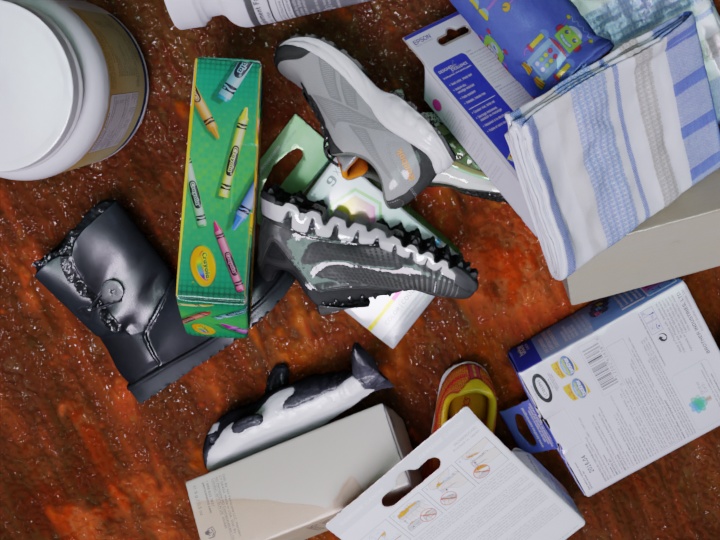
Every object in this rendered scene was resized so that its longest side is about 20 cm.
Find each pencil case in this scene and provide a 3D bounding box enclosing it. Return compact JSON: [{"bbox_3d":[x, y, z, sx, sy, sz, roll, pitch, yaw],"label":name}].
[{"bbox_3d":[0.119,-0.223,0.840,0.078,0.087,0.201,-39,80,-6],"label":"pencil case"}]

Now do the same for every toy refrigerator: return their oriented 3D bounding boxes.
[{"bbox_3d":[0.267,-0.039,0.884,0.196,0.077,0.071,-16,128,5],"label":"toy refrigerator"}]

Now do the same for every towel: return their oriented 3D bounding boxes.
[{"bbox_3d":[0.208,-0.099,0.806,0.198,0.024,0.149,-32,117,-18],"label":"towel"},{"bbox_3d":[0.242,-0.201,0.882,0.145,0.024,0.203,-26,99,7],"label":"towel"}]

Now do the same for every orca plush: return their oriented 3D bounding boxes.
[{"bbox_3d":[-0.070,0.112,0.935,0.199,0.104,0.072,-38,57,31],"label":"orca plush"}]

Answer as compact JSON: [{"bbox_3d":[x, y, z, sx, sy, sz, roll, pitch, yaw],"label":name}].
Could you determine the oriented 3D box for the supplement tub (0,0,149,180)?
[{"bbox_3d":[-0.262,-0.152,0.828,0.141,0.200,0.148,0,101,2],"label":"supplement tub"}]

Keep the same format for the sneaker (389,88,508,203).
[{"bbox_3d":[0.100,-0.112,0.891,0.196,0.077,0.090,11,91,-3],"label":"sneaker"}]

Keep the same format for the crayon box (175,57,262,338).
[{"bbox_3d":[-0.114,-0.057,0.841,0.057,0.119,0.204,3,74,-5],"label":"crayon box"}]

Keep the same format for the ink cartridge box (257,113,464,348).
[{"bbox_3d":[-0.015,-0.036,0.911,0.199,0.059,0.104,39,100,-5],"label":"ink cartridge box"}]

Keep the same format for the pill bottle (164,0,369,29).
[{"bbox_3d":[-0.066,-0.269,0.842,0.196,0.116,0.118,-11,100,5],"label":"pill bottle"}]

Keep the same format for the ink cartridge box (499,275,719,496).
[{"bbox_3d":[0.225,0.106,0.921,0.198,0.076,0.138,-30,99,5],"label":"ink cartridge box"}]

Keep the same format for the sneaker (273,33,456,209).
[{"bbox_3d":[-0.012,-0.128,0.849,0.080,0.074,0.200,-47,61,0],"label":"sneaker"}]

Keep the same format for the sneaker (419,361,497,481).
[{"bbox_3d":[0.088,0.187,0.941,0.071,0.077,0.204,1,106,1],"label":"sneaker"}]

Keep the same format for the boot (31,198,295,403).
[{"bbox_3d":[-0.179,0.003,0.916,0.198,0.077,0.169,-33,102,14],"label":"boot"}]

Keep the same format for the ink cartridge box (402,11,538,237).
[{"bbox_3d":[0.124,-0.131,0.860,0.094,0.037,0.201,-30,77,-30],"label":"ink cartridge box"}]

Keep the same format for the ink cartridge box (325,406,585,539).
[{"bbox_3d":[0.082,0.210,0.891,0.162,0.050,0.200,-40,120,9],"label":"ink cartridge box"}]

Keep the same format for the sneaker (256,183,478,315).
[{"bbox_3d":[0.000,0.000,0.857,0.196,0.067,0.092,19,104,3],"label":"sneaker"}]

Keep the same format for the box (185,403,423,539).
[{"bbox_3d":[-0.048,0.198,0.931,0.197,0.095,0.079,-23,71,8],"label":"box"}]
